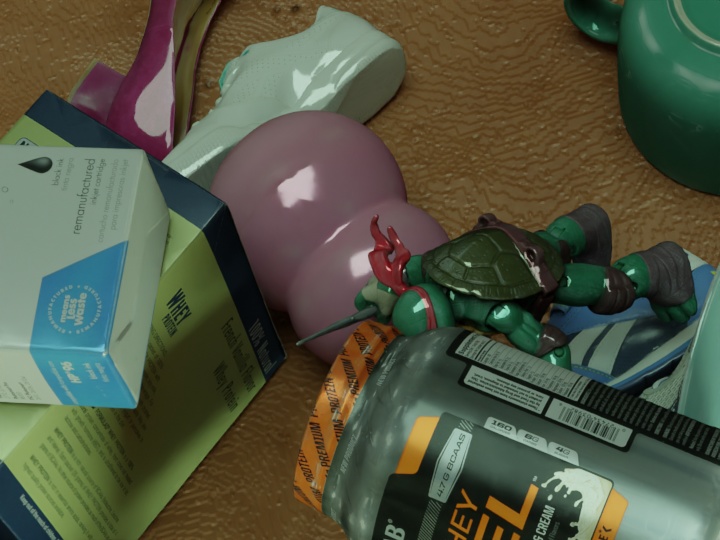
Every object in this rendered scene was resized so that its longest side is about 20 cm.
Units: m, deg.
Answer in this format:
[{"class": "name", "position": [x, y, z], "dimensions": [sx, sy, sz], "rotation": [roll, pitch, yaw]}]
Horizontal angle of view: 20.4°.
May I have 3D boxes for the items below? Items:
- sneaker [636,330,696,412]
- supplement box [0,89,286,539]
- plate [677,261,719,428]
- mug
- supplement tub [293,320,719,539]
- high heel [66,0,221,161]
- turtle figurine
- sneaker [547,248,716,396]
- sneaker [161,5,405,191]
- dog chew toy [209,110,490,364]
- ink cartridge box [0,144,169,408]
[{"class": "sneaker", "position": [0.143, 0.102, 1.095], "dimensions": [0.085, 0.077, 0.201], "rotation": [30, 94, 23]}, {"class": "supplement box", "position": [-0.167, 0.048, 1.131], "dimensions": [0.134, 0.200, 0.200], "rotation": [32, 72, 22]}, {"class": "plate", "position": [0.215, 0.060, 1.067], "dimensions": [0.025, 0.200, 0.201], "rotation": [12, 64, 29]}, {"class": "mug", "position": [0.217, -0.137, 1.220], "dimensions": [0.184, 0.115, 0.153], "rotation": [-3, 62, 7]}, {"class": "supplement tub", "position": [0.076, 0.104, 0.959], "dimensions": [0.199, 0.123, 0.123], "rotation": [21, 67, 13]}, {"class": "high heel", "position": [-0.104, -0.160, 1.303], "dimensions": [0.096, 0.067, 0.200], "rotation": [28, 74, 31]}, {"class": "turtle figurine", "position": [0.076, 0.021, 1.065], "dimensions": [0.199, 0.101, 0.150], "rotation": [-19, 50, -32]}, {"class": "sneaker", "position": [0.132, 0.053, 1.161], "dimensions": [0.199, 0.074, 0.082], "rotation": [-25, 56, -10]}, {"class": "sneaker", "position": [-0.070, -0.099, 1.275], "dimensions": [0.200, 0.075, 0.088], "rotation": [-37, 58, -22]}, {"class": "dog chew toy", "position": [0.000, 0.000, 1.183], "dimensions": [0.124, 0.125, 0.200], "rotation": [-39, 72, -12]}, {"class": "ink cartridge box", "position": [-0.206, 0.000, 1.009], "dimensions": [0.199, 0.068, 0.116], "rotation": [2, 63, 10]}]
